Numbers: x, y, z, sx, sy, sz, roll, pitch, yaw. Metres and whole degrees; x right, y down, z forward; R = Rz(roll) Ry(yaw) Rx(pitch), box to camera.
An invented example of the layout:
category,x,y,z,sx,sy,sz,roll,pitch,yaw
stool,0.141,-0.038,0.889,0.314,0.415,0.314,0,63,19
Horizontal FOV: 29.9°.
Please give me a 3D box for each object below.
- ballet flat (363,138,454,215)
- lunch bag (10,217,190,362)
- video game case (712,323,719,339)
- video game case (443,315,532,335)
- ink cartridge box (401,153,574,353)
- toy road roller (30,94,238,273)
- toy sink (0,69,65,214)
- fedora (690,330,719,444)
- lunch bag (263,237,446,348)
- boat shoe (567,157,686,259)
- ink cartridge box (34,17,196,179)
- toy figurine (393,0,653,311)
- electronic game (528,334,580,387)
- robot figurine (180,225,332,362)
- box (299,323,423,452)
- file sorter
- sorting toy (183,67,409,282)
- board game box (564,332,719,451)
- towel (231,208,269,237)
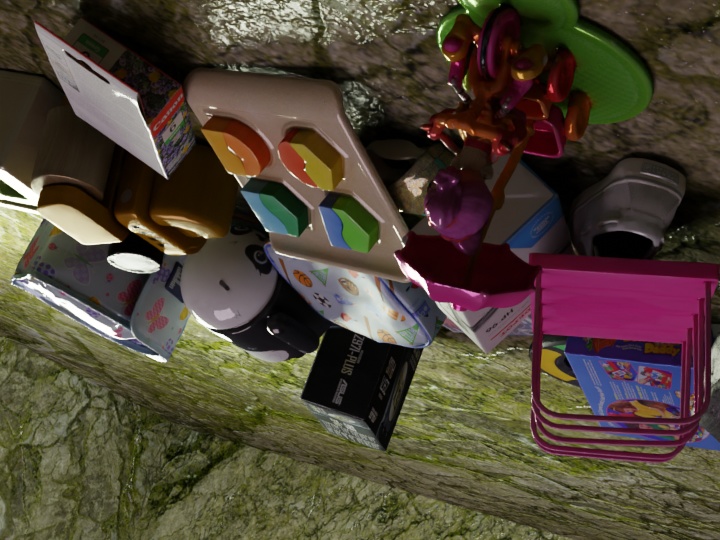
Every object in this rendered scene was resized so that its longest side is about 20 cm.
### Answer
category,x,y,z,sx,sy,sz,roll,pitch,yaw
ballet flat,0.013,-0.081,1.160,0.071,0.071,0.200,31,163,-34
lunch bag,-0.267,-0.012,1.549,0.200,0.170,0.127,35,160,-24
video game case,0.439,0.095,1.277,0.182,0.023,0.200,29,164,-28
video game case,0.093,0.023,1.491,0.200,0.023,0.182,29,163,-31
ink cartridge box,0.116,-0.006,1.136,0.068,0.116,0.200,46,177,25
toy road roller,-0.211,-0.087,1.333,0.146,0.123,0.200,-5,154,29
toy sink,-0.385,-0.133,1.401,0.200,0.112,0.130,13,163,28
fedora,0.331,0.097,1.118,0.092,0.201,0.201,21,166,7
lunch bag,0.000,0.000,1.388,0.200,0.076,0.160,7,143,50
boat shoe,0.205,-0.026,1.067,0.072,0.069,0.200,22,165,-5
ink cartridge box,-0.204,-0.156,1.149,0.109,0.050,0.200,35,166,8
toy figurine,0.084,-0.067,0.855,0.150,0.184,0.200,14,163,24
electronic game,0.279,0.103,1.446,0.200,0.042,0.200,12,162,4
robot figurine,-0.112,0.027,1.511,0.150,0.125,0.200,-2,157,32
box,0.008,0.120,1.677,0.086,0.164,0.200,17,165,14
file sorter,0.202,0.078,1.073,0.139,0.126,0.200,3,164,9
sorting toy,-0.053,-0.076,1.139,0.185,0.036,0.200,13,141,41
board game box,0.293,0.114,1.351,0.134,0.045,0.200,6,153,25
towel,-0.098,-0.025,1.585,0.147,0.022,0.200,16,166,17
